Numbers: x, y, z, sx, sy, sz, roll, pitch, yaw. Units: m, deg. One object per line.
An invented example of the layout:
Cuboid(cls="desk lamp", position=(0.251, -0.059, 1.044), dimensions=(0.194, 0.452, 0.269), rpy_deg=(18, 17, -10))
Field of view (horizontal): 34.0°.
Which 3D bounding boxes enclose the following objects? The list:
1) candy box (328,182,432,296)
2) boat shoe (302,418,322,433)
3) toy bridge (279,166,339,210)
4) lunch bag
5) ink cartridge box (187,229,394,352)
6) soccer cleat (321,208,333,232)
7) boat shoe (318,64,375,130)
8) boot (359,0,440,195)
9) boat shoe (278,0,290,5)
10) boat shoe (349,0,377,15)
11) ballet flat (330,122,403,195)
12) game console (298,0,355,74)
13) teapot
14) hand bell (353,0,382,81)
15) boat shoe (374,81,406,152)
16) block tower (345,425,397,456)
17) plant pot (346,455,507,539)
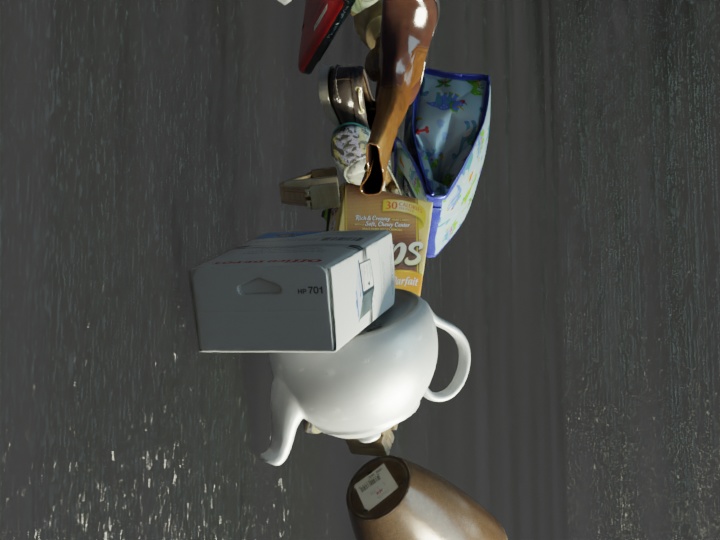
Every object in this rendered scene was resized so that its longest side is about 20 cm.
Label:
Cuboid(cls="candy box", position=(0.013, 0.008, 1.400), dimensions=(0.055, 0.114, 0.203), rpy_deg=(157, -56, -73))
Cuboid(cls="boat shoe", position=(-0.009, 0.147, 1.426), dimensions=(0.200, 0.072, 0.076), rpy_deg=(-44, 129, -67))
Cuboid(cls="toy bridge", position=(-0.057, -0.091, 1.317), dimensions=(0.200, 0.066, 0.028), rpy_deg=(-102, -175, -80))
Cuboid(cls="lunch bag", position=(0.107, -0.142, 1.598), dimensions=(0.171, 0.125, 0.203), rpy_deg=(87, 9, -64))
Cuboid(cls="ink cartridge box", position=(-0.062, 0.016, 1.167), dimensions=(0.200, 0.144, 0.087), rpy_deg=(-36, 124, -68))
Cuboid(cls="soccer cleat", position=(0.000, 0.000, 1.460), dimensions=(0.067, 0.080, 0.203), rpy_deg=(-28, 111, -70))
Cuboid(cls="boat shoe", position=(0.002, -0.196, 1.533), dimensions=(0.201, 0.059, 0.073), rpy_deg=(60, 32, -55))
Cuboid(cls="boot", position=(0.030, -0.217, 1.352), dimensions=(0.189, 0.068, 0.202), rpy_deg=(103, 6, -56))
Cuboid(cls="boat shoe", position=(-0.079, -0.363, 1.308), dimensions=(0.068, 0.072, 0.201), rpy_deg=(43, 37, -21))
Cuboid(cls="boat shoe", position=(-0.014, -0.406, 1.468), dimensions=(0.202, 0.062, 0.074), rpy_deg=(66, -2, -52))
Cuboid(cls="ballet flat", position=(0.016, -0.118, 1.537), dimensions=(0.201, 0.071, 0.073), rpy_deg=(55, 37, -61))
Cuboid(cls="game console", position=(0.015, -0.329, 1.355), dimensions=(0.200, 0.117, 0.175), rpy_deg=(135, -37, -63))
Cuboid(cls="teapot", position=(0.002, 0.113, 1.272), dimensions=(0.197, 0.197, 0.148), rpy_deg=(-49, 129, -64))
Cuboid(cls="hand bell", position=(0.028, -0.289, 1.522), dimensions=(0.201, 0.102, 0.105), rpy_deg=(-76, 156, -57))
Cuboid(cls="boat shoe", position=(0.049, -0.257, 1.659), dimensions=(0.075, 0.061, 0.203), rpy_deg=(113, -21, -67))
Cuboid(cls="block tower", position=(0.034, 0.144, 1.554), dimensions=(0.054, 0.057, 0.202), rpy_deg=(69, 31, -47))
Cuboid(cls="plant pot", position=(0.067, 0.332, 1.518), dimensions=(0.201, 0.185, 0.189), rpy_deg=(53, 36, -36))
